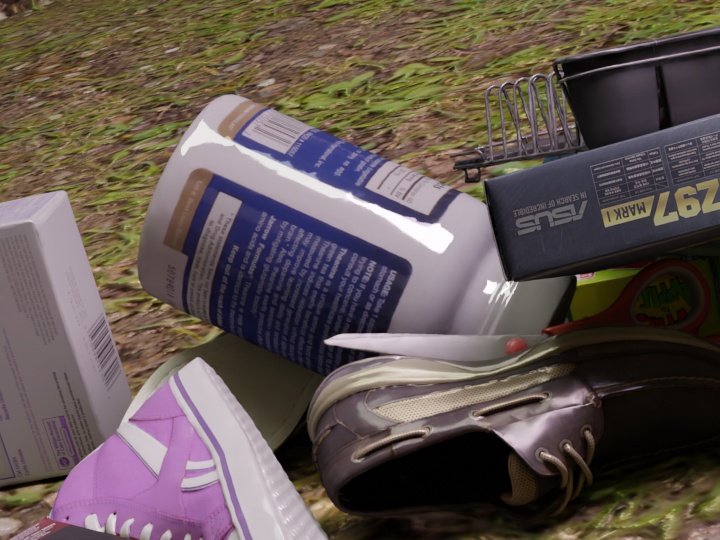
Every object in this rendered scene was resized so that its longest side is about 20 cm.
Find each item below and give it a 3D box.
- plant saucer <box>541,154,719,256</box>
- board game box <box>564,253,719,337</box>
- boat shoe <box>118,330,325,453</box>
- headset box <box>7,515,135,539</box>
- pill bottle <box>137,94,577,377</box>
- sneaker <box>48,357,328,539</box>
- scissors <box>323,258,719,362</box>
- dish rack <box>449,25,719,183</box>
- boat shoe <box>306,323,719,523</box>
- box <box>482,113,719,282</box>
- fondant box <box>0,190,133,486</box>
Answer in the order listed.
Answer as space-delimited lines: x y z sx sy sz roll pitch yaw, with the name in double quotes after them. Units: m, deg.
0.195 -0.046 1.116 0.199 0.028 0.200 -5 19 2 "plant saucer"
0.147 -0.009 1.158 0.101 0.048 0.200 -10 18 14 "board game box"
-0.057 0.061 1.096 0.202 0.072 0.060 -45 -11 -35 "boat shoe"
-0.120 0.168 0.791 0.149 0.078 0.200 -29 23 -37 "headset box"
0.000 0.000 1.040 0.199 0.111 0.111 24 28 10 "pill bottle"
-0.079 0.124 0.938 0.114 0.073 0.200 -37 25 -3 "sneaker"
0.084 0.044 0.972 0.199 0.074 0.014 -11 -6 -19 "scissors"
0.136 -0.086 1.065 0.153 0.055 0.200 -12 3 -21 "dish rack"
0.075 0.078 0.938 0.199 0.075 0.074 -9 43 8 "boat shoe"
0.170 -0.042 0.937 0.199 0.051 0.158 -15 -4 18 "box"
-0.237 0.048 1.152 0.199 0.145 0.058 -11 18 14 "fondant box"
